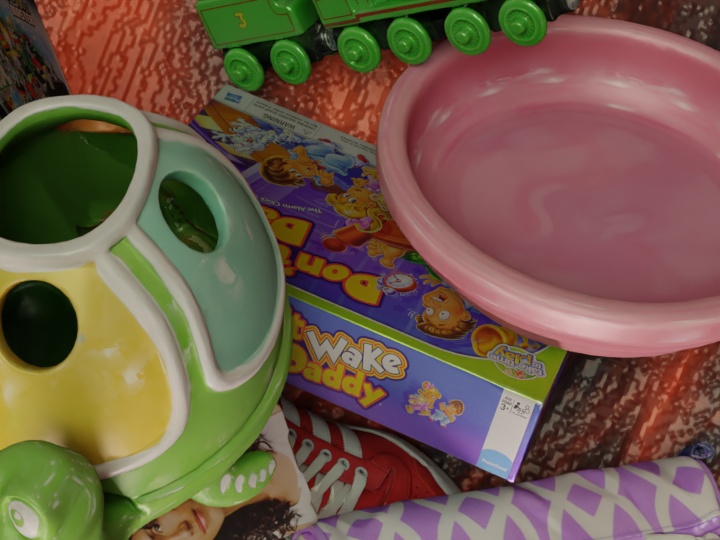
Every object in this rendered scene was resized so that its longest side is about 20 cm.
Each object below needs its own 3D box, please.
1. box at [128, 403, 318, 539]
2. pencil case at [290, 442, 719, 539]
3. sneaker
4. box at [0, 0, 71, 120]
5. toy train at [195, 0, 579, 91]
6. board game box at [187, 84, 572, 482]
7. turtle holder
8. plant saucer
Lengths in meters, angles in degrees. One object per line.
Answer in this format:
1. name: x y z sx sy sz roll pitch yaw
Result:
1. box: -0.121 0.105 0.778 0.199 0.050 0.076 -25 121 -10
2. pencil case: 0.068 0.132 0.826 0.199 0.085 0.085 -9 91 -16
3. sneaker: -0.039 0.085 0.860 0.199 0.112 0.072 30 93 8
4. box: -0.171 -0.087 0.843 0.035 0.200 0.111 -23 85 6
5. toy train: 0.008 -0.120 0.850 0.199 0.042 0.057 -5 120 40
6. board game box: 0.000 0.000 0.848 0.199 0.135 0.045 23 125 8
7. turtle holder: -0.106 0.022 0.704 0.140 0.132 0.186 22 56 25
8. plant saucer: 0.104 -0.033 0.831 0.199 0.201 0.051 16 134 8
